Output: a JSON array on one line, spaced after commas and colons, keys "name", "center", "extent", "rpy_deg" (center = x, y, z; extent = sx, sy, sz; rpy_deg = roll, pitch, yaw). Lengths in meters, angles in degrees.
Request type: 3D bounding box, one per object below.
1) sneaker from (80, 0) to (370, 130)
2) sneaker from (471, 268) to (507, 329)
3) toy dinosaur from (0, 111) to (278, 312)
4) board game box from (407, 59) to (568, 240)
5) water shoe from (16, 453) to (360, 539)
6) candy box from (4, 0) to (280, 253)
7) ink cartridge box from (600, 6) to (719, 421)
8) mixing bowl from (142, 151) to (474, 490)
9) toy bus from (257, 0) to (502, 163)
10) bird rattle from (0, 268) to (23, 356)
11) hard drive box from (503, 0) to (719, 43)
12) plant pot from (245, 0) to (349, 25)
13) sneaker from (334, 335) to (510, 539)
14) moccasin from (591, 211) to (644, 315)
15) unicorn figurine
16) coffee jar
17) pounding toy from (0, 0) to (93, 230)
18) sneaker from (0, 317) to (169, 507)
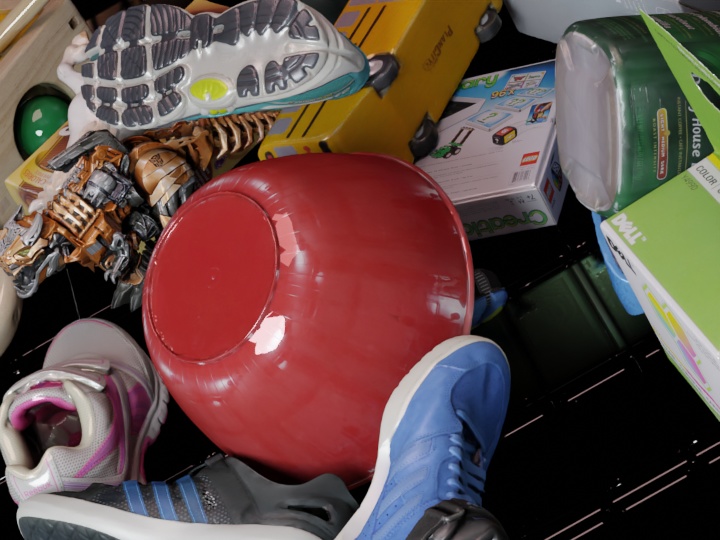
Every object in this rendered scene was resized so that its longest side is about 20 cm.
[{"name": "sneaker", "center": [-0.086, -0.117, 1.502], "extent": [0.199, 0.080, 0.078], "rpy_deg": [1, 81, 34]}, {"name": "sneaker", "center": [0.000, 0.000, 1.441], "extent": [0.071, 0.083, 0.199], "rpy_deg": [-13, 17, -41]}, {"name": "toy dinosaur", "center": [-0.128, -0.036, 1.541], "extent": [0.200, 0.136, 0.102], "rpy_deg": [-24, 29, -5]}, {"name": "board game box", "center": [0.040, -0.065, 1.543], "extent": [0.199, 0.035, 0.126], "rpy_deg": [-10, 39, 29]}, {"name": "water shoe", "center": [-0.092, 0.142, 1.360], "extent": [0.199, 0.072, 0.079], "rpy_deg": [6, 42, 27]}, {"name": "candy box", "center": [-0.135, -0.097, 1.705], "extent": [0.200, 0.057, 0.117], "rpy_deg": [-47, 38, -19]}, {"name": "ink cartridge box", "center": [0.174, -0.011, 1.220], "extent": [0.076, 0.200, 0.148], "rpy_deg": [-32, 33, -1]}, {"name": "mixing bowl", "center": [-0.048, 0.017, 1.370], "extent": [0.200, 0.108, 0.201], "rpy_deg": [-15, 66, 37]}, {"name": "toy bus", "center": [0.017, -0.125, 1.549], "extent": [0.078, 0.065, 0.200], "rpy_deg": [-4, 43, 37]}, {"name": "bird rattle", "center": [-0.308, 0.027, 1.653], "extent": [0.162, 0.113, 0.200], "rpy_deg": [2, 47, 17]}, {"name": "hard drive box", "center": [0.197, -0.205, 1.560], "extent": [0.156, 0.077, 0.200], "rpy_deg": [-43, 35, -17]}, {"name": "plant pot", "center": [-0.024, -0.234, 1.686], "extent": [0.134, 0.200, 0.200], "rpy_deg": [-56, 38, -5]}, {"name": "sneaker", "center": [0.050, 0.121, 1.259], "extent": [0.111, 0.077, 0.200], "rpy_deg": [1, 50, 48]}, {"name": "moccasin", "center": [0.163, -0.056, 1.413], "extent": [0.068, 0.081, 0.200], "rpy_deg": [-19, 50, 11]}, {"name": "unicorn figurine", "center": [-0.147, -0.101, 1.611], "extent": [0.199, 0.074, 0.138], "rpy_deg": [-23, 38, 9]}, {"name": "coffee jar", "center": [0.208, -0.095, 1.330], "extent": [0.199, 0.105, 0.085], "rpy_deg": [-12, 24, -19]}, {"name": "pounding toy", "center": [-0.265, -0.132, 1.774], "extent": [0.200, 0.142, 0.184], "rpy_deg": [3, 48, 41]}, {"name": "sneaker", "center": [-0.167, 0.086, 1.469], "extent": [0.081, 0.088, 0.200], "rpy_deg": [-25, 34, 11]}]
